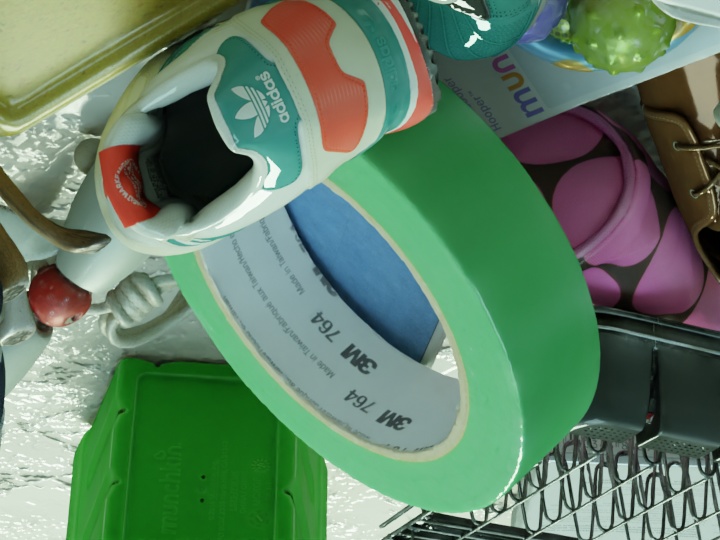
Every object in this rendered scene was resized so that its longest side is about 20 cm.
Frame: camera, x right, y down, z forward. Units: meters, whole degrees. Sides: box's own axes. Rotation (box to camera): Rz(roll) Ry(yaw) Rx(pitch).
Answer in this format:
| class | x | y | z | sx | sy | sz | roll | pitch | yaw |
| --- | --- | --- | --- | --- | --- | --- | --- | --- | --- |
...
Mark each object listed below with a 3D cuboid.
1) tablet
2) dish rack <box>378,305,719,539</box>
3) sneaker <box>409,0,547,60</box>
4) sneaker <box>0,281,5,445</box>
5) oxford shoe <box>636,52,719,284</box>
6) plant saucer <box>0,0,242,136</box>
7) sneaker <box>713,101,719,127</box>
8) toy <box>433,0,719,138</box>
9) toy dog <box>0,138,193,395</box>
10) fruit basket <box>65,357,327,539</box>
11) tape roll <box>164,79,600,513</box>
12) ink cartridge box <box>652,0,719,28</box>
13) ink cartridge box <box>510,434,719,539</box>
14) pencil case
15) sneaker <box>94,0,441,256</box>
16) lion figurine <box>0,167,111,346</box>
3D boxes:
| class | x | y | z | sx | sy | sz | roll | pitch | yaw |
| --- | --- | --- | --- | --- | --- | --- | --- | --- | --- |
| tablet | -0.007 | -0.027 | 0.939 | 0.130 | 0.014 | 0.200 | 42 | 152 | 13 |
| dish rack | 0.105 | 0.087 | 1.005 | 0.152 | 0.055 | 0.200 | 14 | 151 | -24 |
| sneaker | 0.011 | -0.133 | 0.723 | 0.071 | 0.080 | 0.201 | 26 | 147 | 30 |
| sneaker | -0.217 | 0.015 | 0.802 | 0.199 | 0.070 | 0.109 | 9 | 141 | -9 |
| oxford shoe | 0.141 | -0.058 | 0.890 | 0.071 | 0.072 | 0.200 | -8 | 140 | 22 |
| plant saucer | -0.106 | -0.127 | 0.761 | 0.199 | 0.049 | 0.200 | -28 | 138 | 19 |
| sneaker | 0.204 | -0.059 | 0.841 | 0.084 | 0.075 | 0.200 | -39 | 166 | 26 |
| toy | 0.088 | -0.108 | 0.799 | 0.199 | 0.047 | 0.115 | -22 | 117 | 30 |
| toy dog | -0.169 | 0.009 | 1.001 | 0.199 | 0.097 | 0.132 | -35 | 161 | -6 |
| fruit basket | -0.074 | 0.171 | 1.169 | 0.154 | 0.217 | 0.216 | 4 | 150 | -4 |
| tape roll | 0.000 | 0.000 | 0.894 | 0.200 | 0.048 | 0.201 | 34 | 147 | 26 |
| ink cartridge box | 0.174 | -0.159 | 0.654 | 0.145 | 0.085 | 0.201 | 12 | 132 | -18 |
| ink cartridge box | 0.182 | 0.128 | 1.243 | 0.198 | 0.041 | 0.200 | 3 | 150 | -2 |
| pencil case | 0.106 | 0.006 | 0.992 | 0.093 | 0.091 | 0.200 | -28 | 143 | 15 |
| sneaker | -0.060 | -0.043 | 0.784 | 0.093 | 0.071 | 0.199 | -27 | -177 | -34 |
| lion figurine | -0.192 | -0.010 | 0.910 | 0.199 | 0.123 | 0.072 | -31 | 164 | 21 |
